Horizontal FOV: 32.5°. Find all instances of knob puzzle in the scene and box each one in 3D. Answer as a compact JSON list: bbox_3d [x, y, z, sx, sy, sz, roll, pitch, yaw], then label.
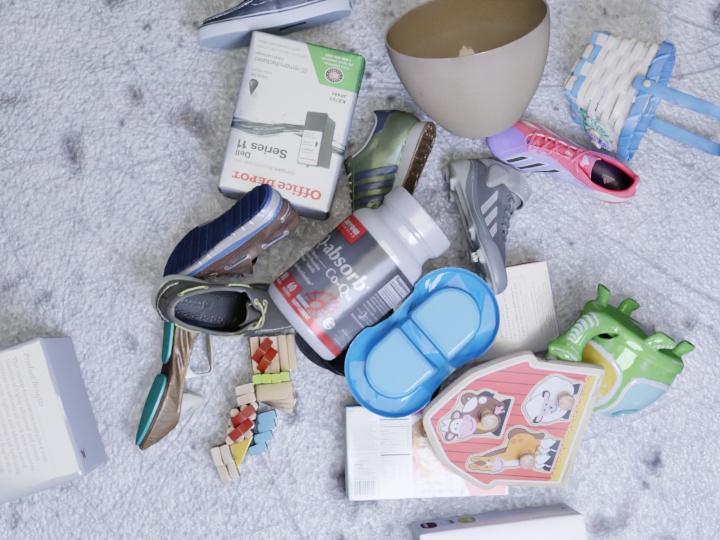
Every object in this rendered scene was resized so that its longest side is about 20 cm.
[{"bbox_3d":[0.168,0.180,1.419,0.218,0.031,0.221,-4,122,-7],"label":"knob puzzle"}]

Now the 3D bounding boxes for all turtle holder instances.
[{"bbox_3d":[0.304,0.109,1.476,0.141,0.185,0.132,37,103,13],"label":"turtle holder"}]

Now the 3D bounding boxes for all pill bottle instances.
[{"bbox_3d":[0.000,0.000,1.445,0.200,0.116,0.116,-41,89,0],"label":"pill bottle"}]

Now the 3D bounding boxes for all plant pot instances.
[{"bbox_3d":[0.140,-0.241,1.501,0.199,0.201,0.135,-17,122,-3],"label":"plant pot"}]

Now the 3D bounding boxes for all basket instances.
[{"bbox_3d":[0.355,-0.200,1.503,0.199,0.176,0.140,21,86,18],"label":"basket"}]

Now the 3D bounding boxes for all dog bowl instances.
[{"bbox_3d":[0.073,0.084,1.432,0.200,0.050,0.112,-42,84,2],"label":"dog bowl"}]

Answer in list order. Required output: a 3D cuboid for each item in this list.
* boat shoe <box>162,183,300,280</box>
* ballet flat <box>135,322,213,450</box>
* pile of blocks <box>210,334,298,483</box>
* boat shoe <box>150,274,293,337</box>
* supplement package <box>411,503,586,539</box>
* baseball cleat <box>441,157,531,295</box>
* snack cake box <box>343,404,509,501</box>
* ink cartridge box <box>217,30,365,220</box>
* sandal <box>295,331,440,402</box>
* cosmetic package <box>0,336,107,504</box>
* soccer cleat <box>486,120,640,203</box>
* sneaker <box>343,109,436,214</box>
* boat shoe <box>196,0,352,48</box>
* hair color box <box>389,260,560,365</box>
[{"bbox_3d":[-0.156,-0.024,1.494,0.199,0.073,0.072,-30,129,30],"label":"boat shoe"},{"bbox_3d":[-0.220,0.128,1.516,0.072,0.068,0.201,15,82,-20],"label":"ballet flat"},{"bbox_3d":[-0.125,0.170,1.511,0.082,0.062,0.201,19,86,-1],"label":"pile of blocks"},{"bbox_3d":[-0.149,0.048,1.483,0.201,0.060,0.073,7,106,-29],"label":"boat shoe"},{"bbox_3d":[0.171,0.375,1.487,0.199,0.111,0.157,-6,87,-3],"label":"supplement package"},{"bbox_3d":[0.167,-0.064,1.503,0.106,0.070,0.201,-11,59,-8],"label":"baseball cleat"},{"bbox_3d":[0.080,0.219,1.515,0.199,0.067,0.116,-1,85,-3],"label":"snack cake box"},{"bbox_3d":[-0.085,-0.176,1.523,0.146,0.083,0.201,12,87,-1],"label":"ink cartridge box"},{"bbox_3d":[0.003,0.104,1.491,0.200,0.048,0.076,21,104,25],"label":"sandal"},{"bbox_3d":[-0.426,0.185,1.445,0.199,0.166,0.168,-17,88,-3],"label":"cosmetic package"},{"bbox_3d":[0.255,-0.140,1.538,0.199,0.076,0.067,24,82,-3],"label":"soccer cleat"},{"bbox_3d":[0.016,-0.108,1.539,0.090,0.067,0.201,27,96,21],"label":"sneaker"},{"bbox_3d":[-0.116,-0.341,1.543,0.199,0.071,0.091,-15,86,-10],"label":"boat shoe"},{"bbox_3d":[0.138,0.058,1.529,0.199,0.064,0.112,-10,89,-4],"label":"hair color box"}]
